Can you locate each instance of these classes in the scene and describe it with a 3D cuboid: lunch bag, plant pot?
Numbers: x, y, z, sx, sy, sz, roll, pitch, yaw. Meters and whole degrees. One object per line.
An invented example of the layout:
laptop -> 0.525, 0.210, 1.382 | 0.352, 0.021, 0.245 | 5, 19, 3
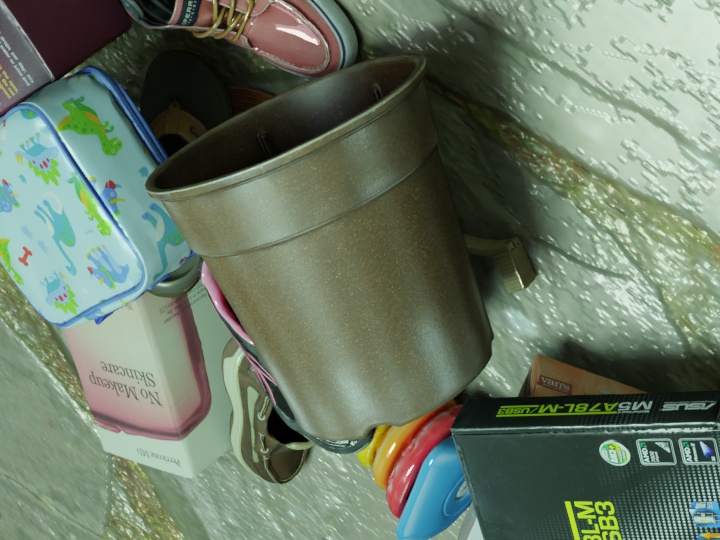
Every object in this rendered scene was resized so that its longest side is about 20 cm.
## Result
lunch bag -> -0.207, -0.045, 0.892 | 0.199, 0.082, 0.162 | -22, 103, 53
plant pot -> -0.013, -0.010, 0.813 | 0.198, 0.200, 0.201 | -10, 113, 36

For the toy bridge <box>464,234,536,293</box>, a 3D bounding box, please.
toy bridge -> 0.042, 0.004, 0.973 | 0.198, 0.027, 0.068 | -17, 101, 38

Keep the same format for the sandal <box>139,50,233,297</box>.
sandal -> -0.149, -0.082, 0.968 | 0.080, 0.055, 0.204 | 6, 76, 7

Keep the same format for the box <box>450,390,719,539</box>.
box -> 0.178, 0.181, 0.860 | 0.190, 0.048, 0.203 | -5, 116, 26

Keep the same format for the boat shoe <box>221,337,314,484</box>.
boat shoe -> -0.069, 0.133, 1.048 | 0.074, 0.075, 0.204 | 34, 154, 29

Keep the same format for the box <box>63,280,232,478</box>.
box -> -0.179, 0.062, 1.082 | 0.126, 0.109, 0.203 | 8, 121, 38

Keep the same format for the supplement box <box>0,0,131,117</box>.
supplement box -> -0.285, -0.161, 0.923 | 0.198, 0.111, 0.086 | -22, 109, 35

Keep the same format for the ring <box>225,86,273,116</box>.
ring -> -0.093, -0.056, 1.036 | 0.198, 0.019, 0.203 | 15, 120, 27

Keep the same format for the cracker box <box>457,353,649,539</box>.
cracker box -> 0.162, 0.174, 0.939 | 0.132, 0.058, 0.202 | 18, 124, 2

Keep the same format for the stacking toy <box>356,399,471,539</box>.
stacking toy -> 0.015, 0.117, 1.014 | 0.199, 0.115, 0.111 | 38, 128, 25

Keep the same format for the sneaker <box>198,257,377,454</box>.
sneaker -> -0.059, 0.057, 0.917 | 0.079, 0.095, 0.201 | -37, 89, 4

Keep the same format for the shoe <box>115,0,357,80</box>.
shoe -> -0.102, -0.195, 0.922 | 0.199, 0.091, 0.072 | 34, 128, 14
